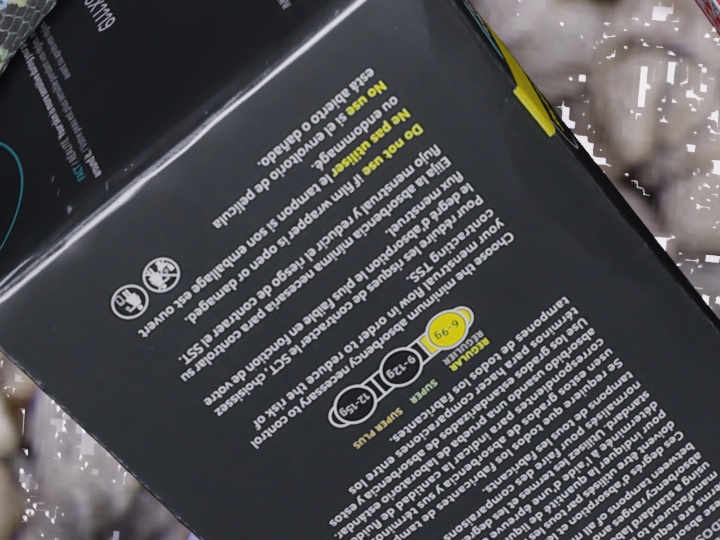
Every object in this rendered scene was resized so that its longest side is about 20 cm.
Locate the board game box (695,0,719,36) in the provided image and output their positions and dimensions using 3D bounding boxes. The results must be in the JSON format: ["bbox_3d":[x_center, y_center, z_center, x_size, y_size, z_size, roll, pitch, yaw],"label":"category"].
[{"bbox_3d":[0.131,-0.155,0.778,0.151,0.046,0.200,-35,88,4],"label":"board game box"}]

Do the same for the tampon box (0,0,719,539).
[{"bbox_3d":[0.000,0.000,0.697,0.126,0.150,0.200,-39,123,5],"label":"tampon box"}]

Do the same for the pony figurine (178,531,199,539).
[{"bbox_3d":[-0.116,0.108,0.750,0.200,0.167,0.193,3,120,20],"label":"pony figurine"}]

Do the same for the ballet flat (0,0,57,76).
[{"bbox_3d":[-0.082,-0.104,0.652,0.074,0.074,0.200,30,69,4],"label":"ballet flat"}]
